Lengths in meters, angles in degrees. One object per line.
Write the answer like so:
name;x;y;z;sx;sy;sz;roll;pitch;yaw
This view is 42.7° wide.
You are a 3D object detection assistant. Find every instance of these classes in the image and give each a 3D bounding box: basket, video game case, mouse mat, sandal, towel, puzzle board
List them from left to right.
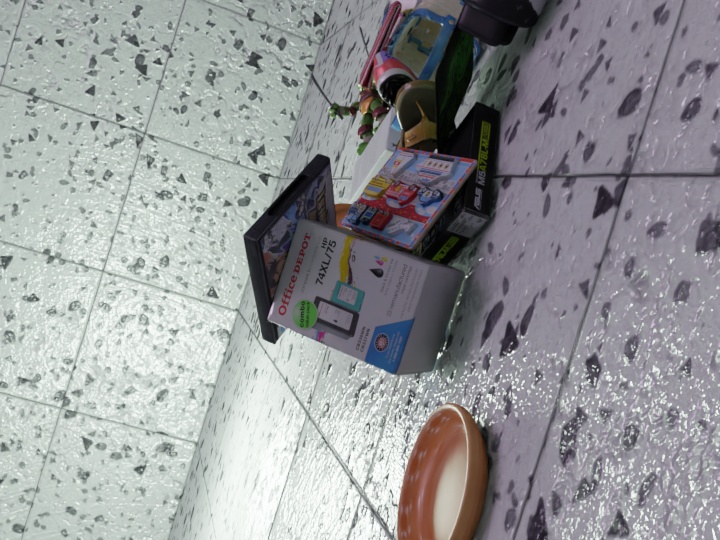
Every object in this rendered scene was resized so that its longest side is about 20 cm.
video game case;-0.088;-0.028;1.256;0.181;0.025;0.201;-52;-28;-36
towel;0.035;-0.375;1.523;0.200;0.022;0.145;-88;21;-74
puzzle board;0.060;-0.107;1.286;0.151;0.017;0.200;-53;31;-9
sandal;0.091;-0.202;1.374;0.201;0.080;0.054;96;162;-52
basket;0.111;-0.342;1.499;0.177;0.138;0.201;126;165;-53
mouse mat;0.139;-0.288;1.341;0.162;0.007;0.201;81;-155;-52

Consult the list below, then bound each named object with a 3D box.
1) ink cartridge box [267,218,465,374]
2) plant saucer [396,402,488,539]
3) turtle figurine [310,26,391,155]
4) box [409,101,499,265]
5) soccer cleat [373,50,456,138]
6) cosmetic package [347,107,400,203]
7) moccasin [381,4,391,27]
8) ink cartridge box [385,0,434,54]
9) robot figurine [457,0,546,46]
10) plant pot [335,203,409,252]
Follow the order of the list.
ink cartridge box;0.009;0.035;1.235;0.146;0.199;0.148;9;-80;-65
plant saucer;0.096;0.255;1.064;0.200;0.037;0.202;-162;90;-77
turtle figurine;-0.007;-0.346;1.896;0.200;0.143;0.195;54;-163;-54
box;0.132;-0.108;1.331;0.200;0.047;0.194;128;155;-55
soccer cleat;0.084;-0.259;1.407;0.068;0.200;0.074;-31;52;19
cosmetic package;0.047;-0.200;1.715;0.200;0.071;0.102;128;155;-56
moccasin;0.110;-0.521;1.843;0.200;0.068;0.081;-55;-12;-34
ink cartridge box;0.112;-0.455;1.647;0.067;0.116;0.202;23;97;43
robot figurine;0.207;-0.407;1.243;0.151;0.124;0.201;-104;34;-59
plant pot;0.000;0.000;1.460;0.140;0.199;0.202;17;90;60
